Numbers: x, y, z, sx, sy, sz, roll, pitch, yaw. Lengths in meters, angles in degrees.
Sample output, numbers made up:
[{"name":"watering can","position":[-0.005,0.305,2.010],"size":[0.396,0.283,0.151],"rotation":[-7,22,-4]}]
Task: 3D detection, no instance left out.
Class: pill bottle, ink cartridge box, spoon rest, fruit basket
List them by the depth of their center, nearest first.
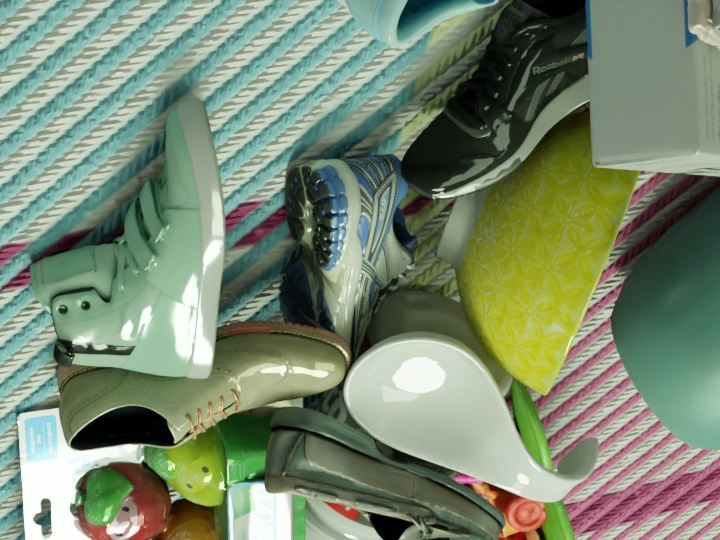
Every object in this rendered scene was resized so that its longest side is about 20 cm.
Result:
[{"name":"ink cartridge box","position":[0.233,-0.137,1.623],"size":[0.084,0.146,0.200],"rotation":[-5,177,39]},{"name":"spoon rest","position":[0.079,0.104,1.709],"size":[0.200,0.061,0.099],"rotation":[28,124,-26]},{"name":"fruit basket","position":[-0.135,0.168,1.768],"size":[0.200,0.094,0.185],"rotation":[-9,121,-18]},{"name":"pill bottle","position":[0.019,0.121,1.830],"size":[0.114,0.114,0.200],"rotation":[0,133,-37]}]

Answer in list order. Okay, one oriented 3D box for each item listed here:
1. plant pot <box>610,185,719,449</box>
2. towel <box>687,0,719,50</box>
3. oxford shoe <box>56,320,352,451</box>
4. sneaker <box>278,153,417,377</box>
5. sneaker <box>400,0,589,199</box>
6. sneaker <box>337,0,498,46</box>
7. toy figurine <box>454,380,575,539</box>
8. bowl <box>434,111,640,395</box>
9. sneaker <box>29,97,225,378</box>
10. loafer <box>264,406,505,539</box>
[{"name":"plant pot","position":[0.286,0.041,1.876],"size":[0.161,0.201,0.201],"rotation":[-35,146,22]},{"name":"towel","position":[0.266,-0.211,1.584],"size":[0.032,0.191,0.200],"rotation":[-10,161,37]},{"name":"oxford shoe","position":[-0.103,0.086,1.677],"size":[0.200,0.074,0.071],"rotation":[-11,135,6]},{"name":"sneaker","position":[0.000,0.000,1.708],"size":[0.085,0.077,0.200],"rotation":[-21,143,-23]},{"name":"sneaker","position":[0.098,-0.133,1.637],"size":[0.200,0.076,0.088],"rotation":[-38,130,-8]},{"name":"sneaker","position":[0.083,-0.198,1.527],"size":[0.200,0.082,0.074],"rotation":[-34,145,2]},{"name":"toy figurine","position":[0.061,0.199,1.963],"size":[0.184,0.150,0.200],"rotation":[-17,121,-6]},{"name":"bowl","position":[0.114,-0.027,1.712],"size":[0.108,0.200,0.200],"rotation":[22,131,2]},{"name":"sneaker","position":[-0.147,-0.016,1.581],"size":[0.118,0.074,0.201],"rotation":[1,123,-9]},{"name":"loafer","position":[0.012,0.159,1.730],"size":[0.200,0.063,0.072],"rotation":[30,156,-29]}]
